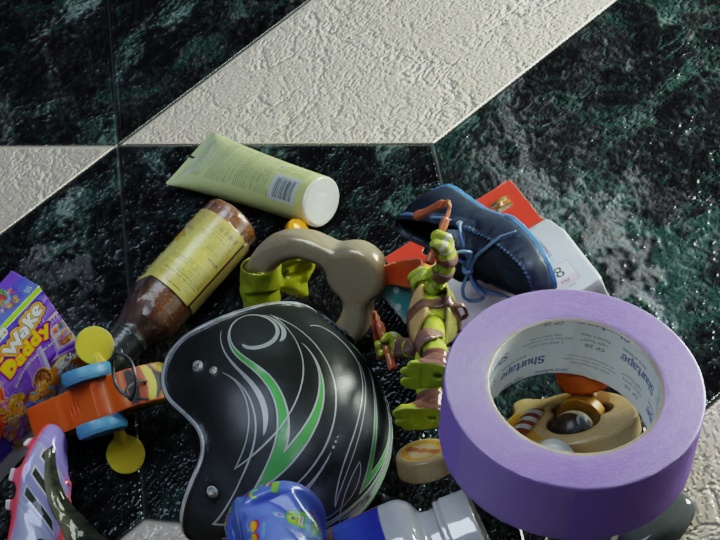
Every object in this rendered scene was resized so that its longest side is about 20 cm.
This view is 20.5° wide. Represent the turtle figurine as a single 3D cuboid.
[{"bbox_3d":[0.054,0.053,1.661,0.064,0.200,0.162,15,44,-12],"label":"turtle figurine"}]

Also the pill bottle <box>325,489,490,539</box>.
[{"bbox_3d":[0.009,0.250,1.585,0.199,0.112,0.112,-25,45,3],"label":"pill bottle"}]

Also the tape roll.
[{"bbox_3d":[0.161,0.108,1.531,0.199,0.066,0.201,2,47,-2],"label":"tape roll"}]

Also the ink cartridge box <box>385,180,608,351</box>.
[{"bbox_3d":[0.109,0.002,1.802,0.162,0.057,0.200,-31,50,-3],"label":"ink cartridge box"}]

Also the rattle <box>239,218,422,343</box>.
[{"bbox_3d":[0.000,0.000,1.824,0.199,0.131,0.143,-18,1,31],"label":"rattle"}]

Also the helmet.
[{"bbox_3d":[-0.070,0.144,1.666,0.199,0.200,0.191,-26,63,2],"label":"helmet"}]

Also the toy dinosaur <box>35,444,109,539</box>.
[{"bbox_3d":[-0.242,0.251,1.713,0.088,0.048,0.200,-33,71,-26],"label":"toy dinosaur"}]

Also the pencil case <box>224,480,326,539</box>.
[{"bbox_3d":[-0.060,0.233,1.462,0.078,0.087,0.200,-39,24,14],"label":"pencil case"}]

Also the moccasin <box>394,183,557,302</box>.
[{"bbox_3d":[0.098,-0.012,1.744,0.068,0.081,0.200,-26,26,-19],"label":"moccasin"}]

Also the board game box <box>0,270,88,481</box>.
[{"bbox_3d":[-0.349,0.119,1.856,0.045,0.135,0.200,25,65,39],"label":"board game box"}]

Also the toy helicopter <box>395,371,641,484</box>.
[{"bbox_3d":[0.127,0.142,1.599,0.199,0.079,0.132,-13,23,1],"label":"toy helicopter"}]

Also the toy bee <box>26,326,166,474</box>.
[{"bbox_3d":[-0.213,0.120,1.817,0.108,0.132,0.200,-10,11,-39],"label":"toy bee"}]

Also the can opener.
[{"bbox_3d":[0.174,0.229,1.566,0.200,0.053,0.066,-40,47,-11],"label":"can opener"}]

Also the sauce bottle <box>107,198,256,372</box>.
[{"bbox_3d":[-0.183,0.020,1.913,0.066,0.066,0.200,24,62,39],"label":"sauce bottle"}]

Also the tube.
[{"bbox_3d":[-0.106,-0.092,1.992,0.200,0.052,0.058,20,20,41],"label":"tube"}]

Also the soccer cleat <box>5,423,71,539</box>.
[{"bbox_3d":[-0.280,0.235,1.764,0.076,0.067,0.201,10,65,7],"label":"soccer cleat"}]
